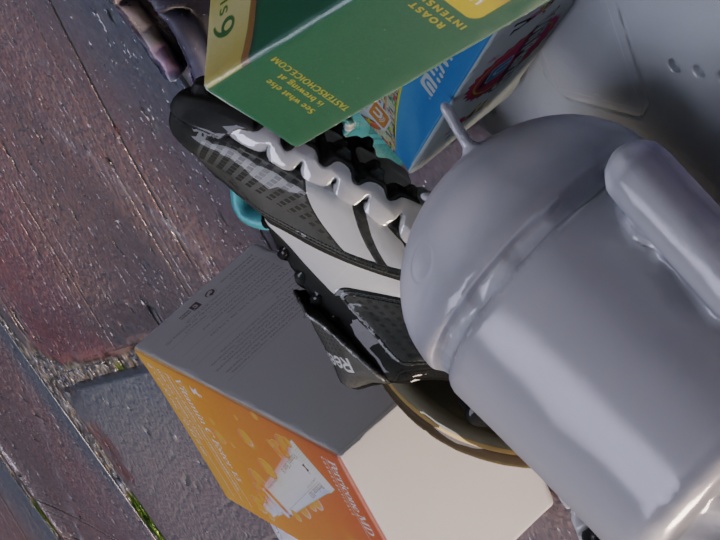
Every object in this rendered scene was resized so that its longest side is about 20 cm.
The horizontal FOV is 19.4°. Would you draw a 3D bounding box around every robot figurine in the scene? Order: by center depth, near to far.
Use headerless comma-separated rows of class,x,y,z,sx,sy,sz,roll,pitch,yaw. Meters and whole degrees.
robot figurine,0.094,0.024,0.751,0.200,0.113,0.170,45,146,15

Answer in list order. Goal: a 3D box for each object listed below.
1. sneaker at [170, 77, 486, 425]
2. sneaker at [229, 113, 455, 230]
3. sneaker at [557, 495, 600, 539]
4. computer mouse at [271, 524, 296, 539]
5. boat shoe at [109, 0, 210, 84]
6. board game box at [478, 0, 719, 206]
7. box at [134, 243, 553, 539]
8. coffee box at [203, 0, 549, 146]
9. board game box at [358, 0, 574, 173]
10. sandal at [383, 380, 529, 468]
sneaker,0.000,0.000,0.855,0.200,0.091,0.066,30,-167,-13
sneaker,-0.013,-0.059,0.945,0.078,0.080,0.200,49,163,3
sneaker,0.110,0.070,0.927,0.090,0.066,0.200,21,-145,-55
computer mouse,-0.054,0.141,1.385,0.200,0.044,0.110,48,156,12
boat shoe,-0.079,-0.173,0.904,0.075,0.093,0.200,16,138,55
board game box,0.090,-0.091,0.786,0.200,0.026,0.200,49,157,10
box,-0.012,0.082,1.137,0.200,0.097,0.125,21,146,51
coffee box,0.037,-0.130,0.603,0.200,0.123,0.044,-26,139,38
board game box,-0.007,-0.153,0.768,0.200,0.064,0.148,48,157,7
sandal,0.037,0.019,1.008,0.200,0.080,0.054,47,136,23
